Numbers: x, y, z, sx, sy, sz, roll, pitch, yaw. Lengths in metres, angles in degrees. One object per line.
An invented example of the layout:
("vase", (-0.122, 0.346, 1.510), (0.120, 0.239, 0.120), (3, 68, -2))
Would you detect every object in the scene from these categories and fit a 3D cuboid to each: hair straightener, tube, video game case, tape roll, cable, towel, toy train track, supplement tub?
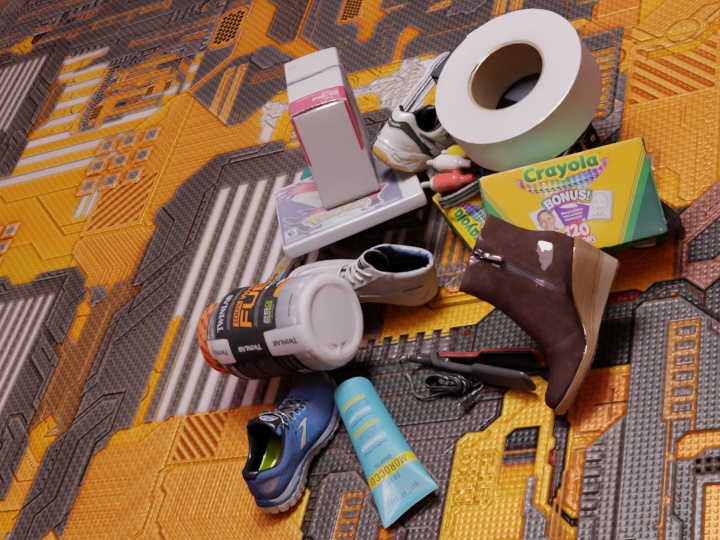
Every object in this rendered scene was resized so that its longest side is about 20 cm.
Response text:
("hair straightener", (0.123, 0.126, 1.555), (0.200, 0.041, 0.077), (3, 52, 37))
("tube", (0.024, 0.211, 1.543), (0.077, 0.050, 0.200), (-43, 42, 11))
("video game case", (-0.018, -0.100, 1.772), (0.200, 0.023, 0.182), (-22, 29, 4))
("tape roll", (0.195, -0.225, 1.619), (0.202, 0.071, 0.203), (-19, 53, 27))
("cable", (0.160, -0.131, 1.646), (0.200, 0.050, 0.097), (-10, 40, 46))
("towel", (0.060, -0.230, 1.886), (0.147, 0.024, 0.200), (-53, 4, -24))
("toy train track", (-0.135, 0.052, 1.830), (0.115, 0.033, 0.200), (-4, 42, 42))
("supplement tub", (-0.105, 0.074, 1.645), (0.200, 0.123, 0.123), (-12, 44, 39))

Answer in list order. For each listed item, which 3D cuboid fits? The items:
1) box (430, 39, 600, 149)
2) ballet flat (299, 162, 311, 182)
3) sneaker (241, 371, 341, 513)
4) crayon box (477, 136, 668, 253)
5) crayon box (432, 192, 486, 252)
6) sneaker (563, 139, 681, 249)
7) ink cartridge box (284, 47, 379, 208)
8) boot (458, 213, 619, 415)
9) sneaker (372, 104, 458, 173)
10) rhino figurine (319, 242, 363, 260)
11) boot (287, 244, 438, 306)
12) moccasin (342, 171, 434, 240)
("box", (0.209, -0.224, 1.771), (0.079, 0.141, 0.200), (-46, 39, -14))
("ballet flat", (-0.050, -0.151, 1.941), (0.067, 0.064, 0.200), (-19, 38, 16))
("sneaker", (-0.087, 0.195, 1.599), (0.078, 0.089, 0.200), (-4, 46, 32))
("crayon box", (0.250, -0.073, 1.540), (0.200, 0.058, 0.119), (-14, 80, 8))
("crayon box", (0.188, -0.062, 1.673), (0.119, 0.058, 0.200), (-35, 39, 1))
("sneaker", (0.297, -0.100, 1.600), (0.075, 0.116, 0.200), (-47, 40, -14))
("ink cartridge box", (-0.041, -0.200, 1.780), (0.083, 0.147, 0.200), (-19, 30, 6))
("boot", (0.190, 0.049, 1.476), (0.166, 0.072, 0.200), (17, 83, 4))
("sneaker", (0.109, -0.180, 1.763), (0.076, 0.200, 0.088), (39, 117, 36))
("rhino figurine", (-0.044, 0.051, 1.737), (0.087, 0.060, 0.200), (9, 59, 29))
("boot", (0.000, 0.000, 1.672), (0.199, 0.096, 0.074), (-2, 61, 2))
("moccasin", (0.003, -0.096, 1.838), (0.201, 0.078, 0.074), (-16, 45, 23))
